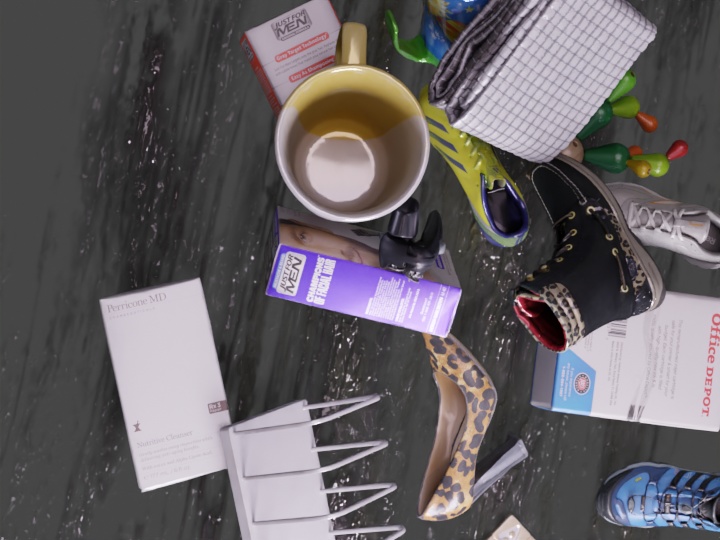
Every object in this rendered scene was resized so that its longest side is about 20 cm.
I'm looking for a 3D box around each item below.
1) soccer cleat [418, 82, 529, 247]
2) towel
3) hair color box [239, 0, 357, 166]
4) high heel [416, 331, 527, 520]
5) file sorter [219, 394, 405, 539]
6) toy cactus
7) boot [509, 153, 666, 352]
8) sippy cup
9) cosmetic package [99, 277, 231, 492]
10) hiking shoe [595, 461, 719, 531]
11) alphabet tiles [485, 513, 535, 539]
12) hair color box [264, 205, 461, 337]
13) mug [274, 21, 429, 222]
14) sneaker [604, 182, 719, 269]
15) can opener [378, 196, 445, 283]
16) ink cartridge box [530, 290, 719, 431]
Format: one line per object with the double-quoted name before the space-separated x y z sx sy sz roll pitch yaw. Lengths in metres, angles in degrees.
"soccer cleat" 0.129 -0.119 1.515 0.064 0.084 0.202 -29 94 -10
"towel" 0.182 -0.221 1.427 0.165 0.086 0.201 19 116 -43
"hair color box" -0.041 -0.182 1.496 0.101 0.061 0.202 -26 95 -9
"high heel" 0.083 0.166 1.506 0.142 0.071 0.201 -35 104 -16
"file sorter" -0.038 0.240 1.427 0.124 0.138 0.202 -10 92 34
"toy cactus" 0.255 -0.154 1.544 0.200 0.102 0.165 42 92 -16
"boot" 0.210 -0.020 1.456 0.153 0.074 0.204 -25 73 -32
"sippy cup" 0.121 -0.290 1.469 0.139 0.131 0.179 30 75 23
"cosmetic package" -0.199 0.114 1.451 0.112 0.081 0.202 -14 93 -9
"hiking shoe" 0.363 0.253 1.551 0.198 0.087 0.075 -1 89 -11
"alphabet tiles" 0.178 0.402 1.555 0.167 0.008 0.200 -45 96 -9
"hair color box" 0.000 0.000 1.471 0.198 0.110 0.065 12 112 -10
"mug" -0.004 -0.129 1.390 0.149 0.153 0.187 34 82 -1
"sneaker" 0.343 -0.055 1.550 0.198 0.092 0.077 12 86 -10
"can opener" 0.062 -0.038 1.446 0.063 0.200 0.079 22 102 6
"ink cartridge box" 0.301 0.093 1.543 0.198 0.084 0.148 9 86 -11
